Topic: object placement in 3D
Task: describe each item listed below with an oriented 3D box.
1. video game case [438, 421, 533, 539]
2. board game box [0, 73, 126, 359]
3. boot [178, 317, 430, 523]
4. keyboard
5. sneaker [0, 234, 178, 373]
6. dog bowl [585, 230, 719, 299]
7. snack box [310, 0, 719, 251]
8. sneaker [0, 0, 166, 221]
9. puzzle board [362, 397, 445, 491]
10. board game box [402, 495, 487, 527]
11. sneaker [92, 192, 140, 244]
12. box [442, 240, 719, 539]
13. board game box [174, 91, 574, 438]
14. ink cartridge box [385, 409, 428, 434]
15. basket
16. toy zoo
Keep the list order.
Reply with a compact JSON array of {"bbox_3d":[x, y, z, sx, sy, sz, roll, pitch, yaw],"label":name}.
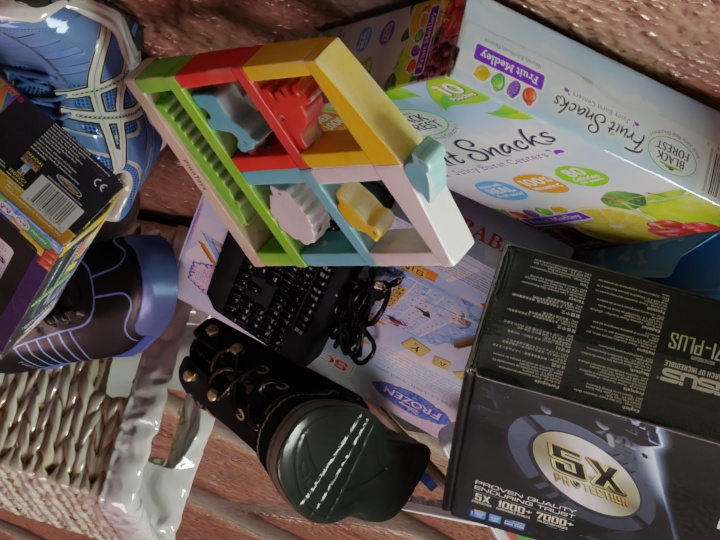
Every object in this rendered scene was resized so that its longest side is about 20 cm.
[{"bbox_3d":[0.173,0.122,1.567,0.200,0.023,0.182,-25,120,10],"label":"video game case"},{"bbox_3d":[-0.233,-0.062,1.434,0.200,0.057,0.165,42,151,0],"label":"board game box"},{"bbox_3d":[-0.055,0.085,1.611,0.154,0.073,0.204,32,-178,23],"label":"boot"},{"bbox_3d":[-0.031,0.005,1.472,0.104,0.040,0.200,29,150,3],"label":"keyboard"},{"bbox_3d":[-0.187,0.025,1.616,0.078,0.070,0.200,-1,165,-37],"label":"sneaker"},{"bbox_3d":[0.214,0.004,1.449,0.200,0.050,0.111,-3,155,16],"label":"dog bowl"},{"bbox_3d":[0.086,-0.071,1.346,0.200,0.053,0.142,23,162,-29],"label":"snack box"},{"bbox_3d":[-0.152,-0.092,1.430,0.076,0.077,0.200,8,160,24],"label":"sneaker"},{"bbox_3d":[-0.014,0.072,1.796,0.151,0.017,0.200,46,178,36],"label":"puzzle board"},{"bbox_3d":[0.130,0.163,1.736,0.200,0.026,0.200,15,173,-36],"label":"board game box"},{"bbox_3d":[-0.188,-0.066,1.558,0.099,0.078,0.200,-5,157,39],"label":"sneaker"},{"bbox_3d":[0.154,0.085,1.419,0.200,0.086,0.164,16,149,6],"label":"box"},{"bbox_3d":[0.000,0.000,1.519,0.200,0.041,0.200,29,149,1],"label":"board game box"},{"bbox_3d":[0.077,0.049,1.705,0.145,0.084,0.200,9,164,20],"label":"ink cartridge box"},{"bbox_3d":[-0.186,0.072,1.801,0.161,0.198,0.200,14,165,6],"label":"basket"},{"bbox_3d":[-0.024,-0.056,1.341,0.200,0.020,0.131,-1,130,53],"label":"toy zoo"}]
